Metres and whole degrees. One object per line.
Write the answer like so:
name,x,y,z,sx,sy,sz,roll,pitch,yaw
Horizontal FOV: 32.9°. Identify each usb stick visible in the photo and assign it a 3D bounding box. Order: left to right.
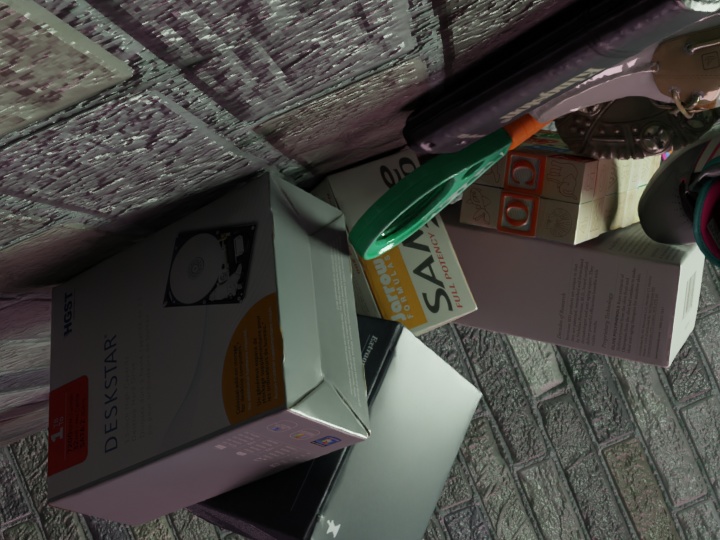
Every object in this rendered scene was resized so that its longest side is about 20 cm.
usb stick,0.104,-0.111,0.659,0.200,0.033,0.055,-26,176,44

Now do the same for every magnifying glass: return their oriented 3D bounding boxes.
magnifying glass,0.075,-0.072,0.776,0.200,0.022,0.080,-38,169,-15

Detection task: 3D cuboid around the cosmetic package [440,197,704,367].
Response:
cosmetic package,0.155,0.003,0.946,0.200,0.085,0.108,10,-161,24

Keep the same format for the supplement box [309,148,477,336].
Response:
supplement box,0.000,0.000,0.925,0.074,0.126,0.200,-20,177,-20

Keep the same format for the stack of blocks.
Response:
stack of blocks,0.143,-0.069,0.924,0.115,0.059,0.200,12,-167,26

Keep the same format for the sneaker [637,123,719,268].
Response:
sneaker,0.239,-0.040,0.794,0.121,0.084,0.200,-44,-175,-36

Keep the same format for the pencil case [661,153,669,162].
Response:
pencil case,0.403,-0.137,1.738,0.088,0.088,0.200,-21,175,-25

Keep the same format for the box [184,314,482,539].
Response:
box,-0.045,0.109,0.832,0.200,0.148,0.107,9,157,44

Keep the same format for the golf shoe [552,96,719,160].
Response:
golf shoe,0.228,-0.131,0.847,0.200,0.078,0.097,-22,-178,5

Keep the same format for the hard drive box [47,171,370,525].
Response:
hard drive box,-0.101,0.055,0.762,0.200,0.156,0.077,-26,147,31

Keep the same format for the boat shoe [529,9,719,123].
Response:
boat shoe,0.189,-0.124,0.704,0.200,0.068,0.075,-23,176,12
